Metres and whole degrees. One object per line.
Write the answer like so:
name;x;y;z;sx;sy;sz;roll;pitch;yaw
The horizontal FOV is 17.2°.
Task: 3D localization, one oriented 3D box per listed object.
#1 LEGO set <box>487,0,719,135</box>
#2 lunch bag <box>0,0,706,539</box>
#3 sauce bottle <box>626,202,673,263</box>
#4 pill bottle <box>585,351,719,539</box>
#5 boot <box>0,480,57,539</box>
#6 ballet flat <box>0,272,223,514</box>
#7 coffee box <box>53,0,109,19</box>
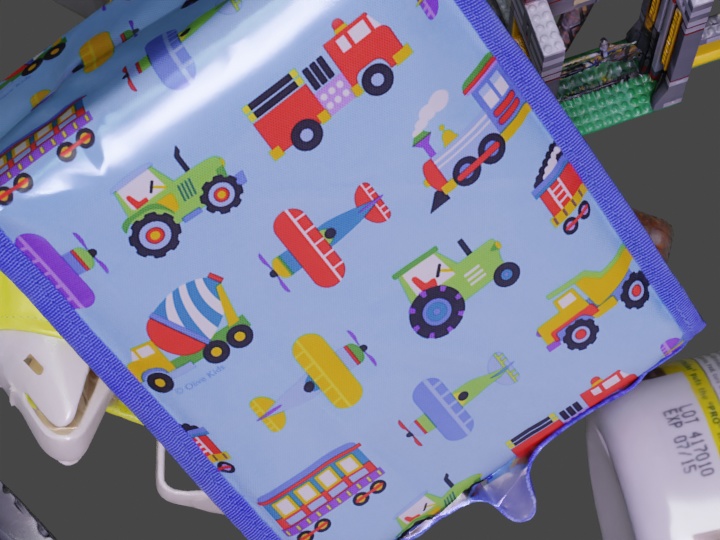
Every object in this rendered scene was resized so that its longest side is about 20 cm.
LEGO set;0.106;-0.132;0.793;0.199;0.116;0.155;-10;75;-2
lunch bag;0.000;0.000;0.698;0.150;0.094;0.200;-35;113;4
sauce bottle;0.004;-0.022;0.804;0.199;0.066;0.066;22;80;3
pill bottle;0.180;0.067;0.766;0.199;0.109;0.110;-13;80;-2
boot;-0.193;0.136;0.773;0.165;0.066;0.200;41;79;15
ballet flat;-0.069;0.039;0.790;0.199;0.067;0.067;20;65;1
coffee box;-0.088;-0.203;0.829;0.113;0.080;0.201;29;81;4
